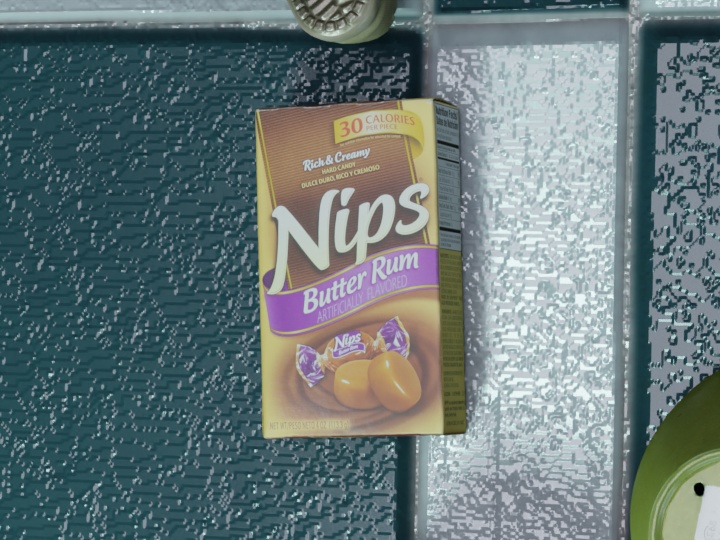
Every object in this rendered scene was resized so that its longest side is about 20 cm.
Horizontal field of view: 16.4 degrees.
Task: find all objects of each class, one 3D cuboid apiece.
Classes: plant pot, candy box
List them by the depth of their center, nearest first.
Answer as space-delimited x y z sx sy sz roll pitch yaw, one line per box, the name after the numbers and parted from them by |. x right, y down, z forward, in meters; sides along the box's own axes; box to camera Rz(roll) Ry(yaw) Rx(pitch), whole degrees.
0.221 0.136 1.353 0.186 0.200 0.188 -1 88 18 | plant pot
0.000 0.000 1.508 0.116 0.056 0.201 -3 86 19 | candy box

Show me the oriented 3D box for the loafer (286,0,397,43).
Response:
-0.030 -0.217 1.520 0.075 0.068 0.201 -23 66 15 | loafer
